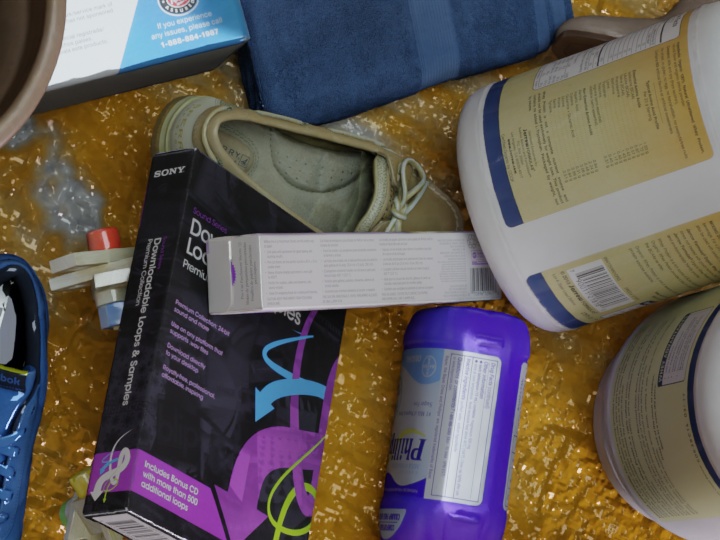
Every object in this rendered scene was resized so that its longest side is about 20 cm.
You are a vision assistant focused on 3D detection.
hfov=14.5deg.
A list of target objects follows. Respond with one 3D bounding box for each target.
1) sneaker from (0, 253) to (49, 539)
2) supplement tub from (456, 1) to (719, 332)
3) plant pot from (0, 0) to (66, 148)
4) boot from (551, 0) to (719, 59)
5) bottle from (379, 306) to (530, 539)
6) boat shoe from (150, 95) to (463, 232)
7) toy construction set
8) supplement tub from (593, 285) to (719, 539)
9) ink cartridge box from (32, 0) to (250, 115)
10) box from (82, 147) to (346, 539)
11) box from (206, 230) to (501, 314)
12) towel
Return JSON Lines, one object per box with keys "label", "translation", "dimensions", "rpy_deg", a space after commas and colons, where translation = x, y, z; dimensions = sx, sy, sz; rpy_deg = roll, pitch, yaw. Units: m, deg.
{"label": "sneaker", "translation": [-0.201, 0.090, 1.481], "dimensions": [0.066, 0.078, 0.201], "rpy_deg": [9, 81, -17]}
{"label": "supplement tub", "translation": [0.168, -0.060, 1.529], "dimensions": [0.200, 0.144, 0.145], "rpy_deg": [-19, 87, 22]}
{"label": "plant pot", "translation": [-0.262, -0.119, 1.413], "dimensions": [0.200, 0.175, 0.201], "rpy_deg": [3, 80, -19]}
{"label": "boot", "translation": [0.216, -0.154, 1.643], "dimensions": [0.200, 0.070, 0.147], "rpy_deg": [23, 67, -17]}
{"label": "bottle", "translation": [0.046, 0.122, 1.544], "dimensions": [0.065, 0.084, 0.201], "rpy_deg": [10, 84, -15]}
{"label": "boat shoe", "translation": [-0.018, -0.044, 1.537], "dimensions": [0.200, 0.063, 0.073], "rpy_deg": [25, 78, -32]}
{"label": "toy construction set", "translation": [-0.113, 0.073, 1.498], "dimensions": [0.131, 0.092, 0.201], "rpy_deg": [-9, 98, -30]}
{"label": "supplement tub", "translation": [0.218, 0.077, 1.538], "dimensions": [0.145, 0.200, 0.145], "rpy_deg": [2, 82, -16]}
{"label": "ink cartridge box", "translation": [-0.161, -0.195, 1.528], "dimensions": [0.145, 0.084, 0.201], "rpy_deg": [-15, 87, -16]}
{"label": "box", "translation": [-0.069, 0.056, 1.454], "dimensions": [0.143, 0.036, 0.201], "rpy_deg": [34, 55, -45]}
{"label": "box", "translation": [0.000, 0.000, 1.486], "dimensions": [0.200, 0.039, 0.042], "rpy_deg": [-3, 89, -50]}
{"label": "towel", "translation": [0.021, -0.151, 1.582], "dimensions": [0.200, 0.049, 0.112], "rpy_deg": [-19, 118, -18]}
